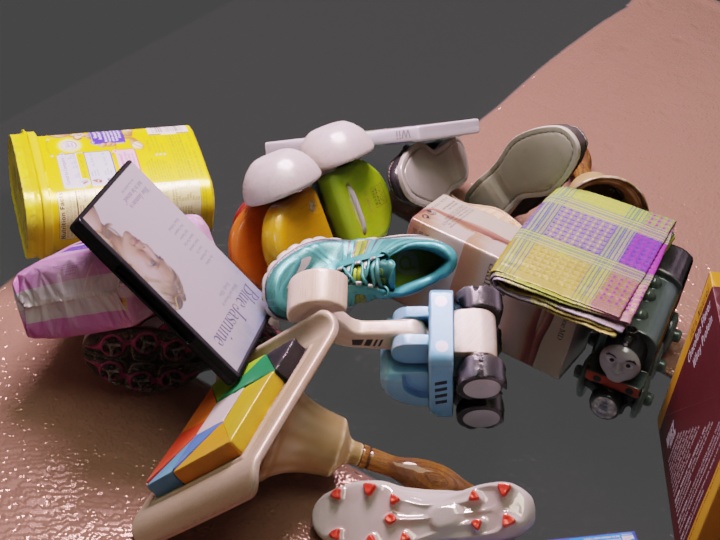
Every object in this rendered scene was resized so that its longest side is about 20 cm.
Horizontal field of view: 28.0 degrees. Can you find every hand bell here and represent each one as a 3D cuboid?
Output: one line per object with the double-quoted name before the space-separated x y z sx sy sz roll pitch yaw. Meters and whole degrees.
"hand bell" 0.257 -0.102 1.659 0.103 0.105 0.201 3 29 -6
"hand bell" 0.010 0.172 1.314 0.198 0.105 0.105 19 41 -6

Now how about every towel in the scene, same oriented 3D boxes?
"towel" 0.221 -0.014 1.418 0.142 0.023 0.200 20 39 17

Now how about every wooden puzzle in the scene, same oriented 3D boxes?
"wooden puzzle" -0.113 0.132 1.255 0.037 0.184 0.201 42 45 -18

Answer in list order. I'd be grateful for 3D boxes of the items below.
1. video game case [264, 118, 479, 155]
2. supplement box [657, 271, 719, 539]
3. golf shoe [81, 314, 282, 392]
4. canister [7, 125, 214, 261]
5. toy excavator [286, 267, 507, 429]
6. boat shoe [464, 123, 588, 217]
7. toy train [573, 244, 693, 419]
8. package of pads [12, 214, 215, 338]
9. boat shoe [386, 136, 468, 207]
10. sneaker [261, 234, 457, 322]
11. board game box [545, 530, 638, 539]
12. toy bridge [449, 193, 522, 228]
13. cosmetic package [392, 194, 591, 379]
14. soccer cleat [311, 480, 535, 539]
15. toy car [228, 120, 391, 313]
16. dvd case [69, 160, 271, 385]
"video game case" 0.014 -0.147 1.602 0.198 0.018 0.143 -3 6 32
"supplement box" 0.364 0.146 1.303 0.131 0.199 0.201 7 40 -2
"golf shoe" -0.175 0.065 1.403 0.197 0.073 0.092 -1 34 -22
"canister" -0.267 -0.088 1.544 0.197 0.087 0.149 -6 43 -18
"toy excavator" 0.037 0.068 1.350 0.197 0.195 0.101 -2 57 3
"boat shoe" 0.186 -0.108 1.569 0.060 0.201 0.072 -25 82 -35
"toy train" 0.276 0.058 1.450 0.084 0.115 0.200 21 42 15
"package of pads" -0.230 0.003 1.383 0.119 0.077 0.200 -6 12 19
"boat shoe" 0.063 -0.107 1.585 0.060 0.075 0.200 -12 11 23
"sneaker" 0.000 0.000 1.383 0.198 0.079 0.080 -14 6 -20
"board game box" 0.166 0.315 1.197 0.197 0.041 0.201 -4 43 -14
"toy bridge" 0.155 -0.025 1.558 0.027 0.068 0.200 -24 50 -32
"cosmetic package" 0.142 0.015 1.475 0.198 0.104 0.087 24 29 19
"soccer cleat" 0.057 0.222 1.273 0.197 0.078 0.070 -5 66 13
"toy car" -0.056 -0.046 1.498 0.149 0.177 0.199 -10 16 43
"dvd case" -0.166 -0.001 1.315 0.200 0.018 0.143 46 25 -12
